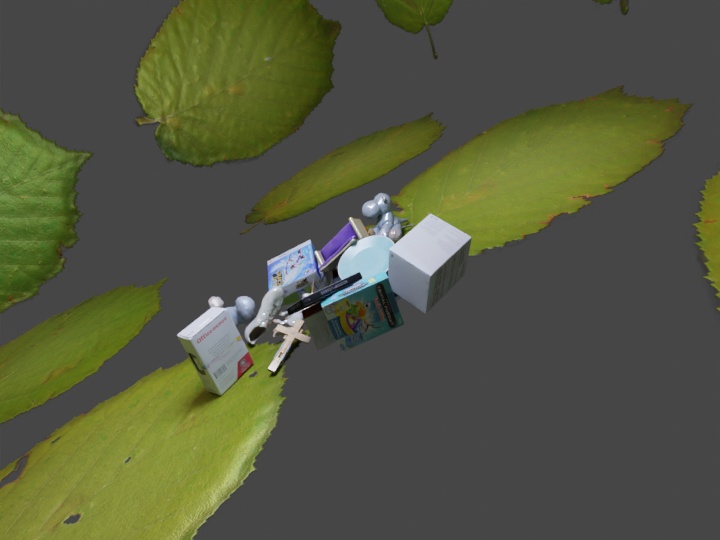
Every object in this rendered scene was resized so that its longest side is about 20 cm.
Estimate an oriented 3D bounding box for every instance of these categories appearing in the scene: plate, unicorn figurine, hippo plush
[{"bbox_3d":[0.022,-0.027,1.666,0.194,0.026,0.204,-17,43,16],"label":"plate"},{"bbox_3d":[-0.207,0.142,1.747,0.133,0.075,0.204,-13,42,20],"label":"unicorn figurine"},{"bbox_3d":[-0.423,0.172,1.832,0.156,0.164,0.201,-12,-24,-22],"label":"hippo plush"},{"bbox_3d":[0.092,-0.198,2.019,0.195,0.165,0.160,-25,23,-5],"label":"hippo plush"}]

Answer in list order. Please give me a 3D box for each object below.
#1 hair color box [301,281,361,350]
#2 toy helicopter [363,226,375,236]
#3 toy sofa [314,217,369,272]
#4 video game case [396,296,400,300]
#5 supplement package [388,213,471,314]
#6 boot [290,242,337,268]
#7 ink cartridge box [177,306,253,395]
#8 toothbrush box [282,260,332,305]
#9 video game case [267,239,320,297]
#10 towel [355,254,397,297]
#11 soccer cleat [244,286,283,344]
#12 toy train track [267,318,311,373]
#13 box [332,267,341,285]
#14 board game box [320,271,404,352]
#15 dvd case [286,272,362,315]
[{"bbox_3d":[-0.061,0.131,1.568,0.195,0.114,0.064,-25,23,-5],"label":"hair color box"},{"bbox_3d":[-0.029,-0.079,1.900,0.198,0.080,0.133,-37,16,12],"label":"toy helicopter"},{"bbox_3d":[-0.070,-0.083,1.806,0.199,0.084,0.096,-41,-21,29],"label":"toy sofa"},{"bbox_3d":[0.098,0.036,1.727,0.179,0.024,0.199,6,37,48],"label":"video game case"},{"bbox_3d":[0.193,-0.022,1.539,0.150,0.154,0.199,32,53,28],"label":"supplement package"},{"bbox_3d":[-0.167,-0.041,1.993,0.193,0.134,0.068,-15,24,18],"label":"boot"},{"bbox_3d":[-0.418,0.231,1.577,0.084,0.205,0.147,2,32,43],"label":"ink cartridge box"},{"bbox_3d":[-0.203,0.029,1.916,0.194,0.088,0.148,-15,35,22],"label":"toothbrush box"},{"bbox_3d":[-0.232,-0.002,1.860,0.177,0.046,0.202,-27,34,6],"label":"video game case"},{"bbox_3d":[0.054,0.016,1.661,0.109,0.049,0.202,-28,40,4],"label":"towel"},{"bbox_3d":[-0.305,0.148,1.750,0.203,0.068,0.077,-56,30,4],"label":"soccer cleat"},{"bbox_3d":[-0.219,0.228,1.607,0.111,0.033,0.202,20,45,10],"label":"toy train track"},{"bbox_3d":[0.000,0.000,1.827,0.195,0.044,0.161,-27,18,7],"label":"box"},{"bbox_3d":[0.006,0.115,1.489,0.194,0.155,0.047,-23,24,0],"label":"board game box"},{"bbox_3d":[-0.103,0.067,1.541,0.196,0.025,0.150,-25,-3,-29],"label":"dvd case"}]
